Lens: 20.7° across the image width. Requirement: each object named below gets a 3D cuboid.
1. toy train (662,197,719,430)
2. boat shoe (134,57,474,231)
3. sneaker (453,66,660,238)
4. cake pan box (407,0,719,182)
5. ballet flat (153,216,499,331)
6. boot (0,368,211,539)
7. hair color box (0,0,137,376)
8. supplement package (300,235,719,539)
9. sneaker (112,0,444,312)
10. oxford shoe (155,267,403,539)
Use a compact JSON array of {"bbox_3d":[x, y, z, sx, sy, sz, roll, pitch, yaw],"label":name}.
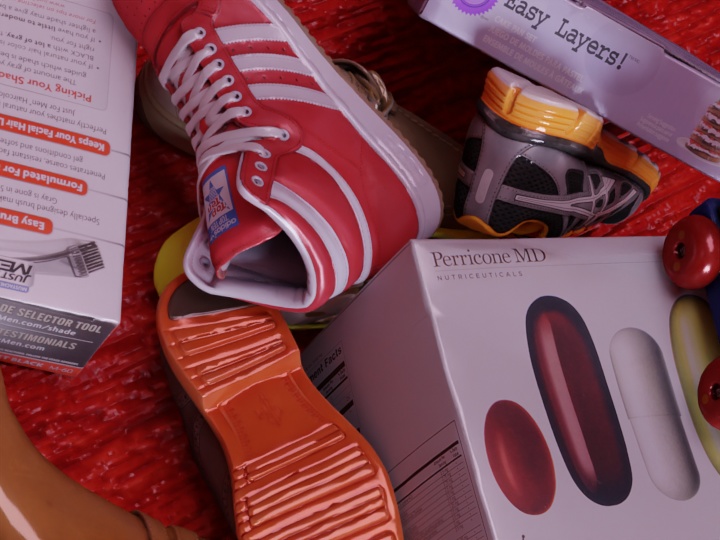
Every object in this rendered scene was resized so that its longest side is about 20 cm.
[{"bbox_3d":[0.210,0.041,0.848,0.085,0.116,0.200,6,60,-29],"label":"toy train"},{"bbox_3d":[-0.015,-0.071,1.013,0.200,0.065,0.071,18,55,-18],"label":"boat shoe"},{"bbox_3d":[0.095,-0.047,1.021,0.078,0.077,0.200,26,3,25],"label":"sneaker"},{"bbox_3d":[0.109,-0.127,1.055,0.200,0.052,0.184,27,10,-13],"label":"cake pan box"},{"bbox_3d":[0.000,0.000,0.970,0.200,0.067,0.067,2,93,-28],"label":"ballet flat"},{"bbox_3d":[-0.117,0.113,0.847,0.155,0.077,0.200,6,53,-30],"label":"boot"},{"bbox_3d":[-0.168,-0.060,0.927,0.111,0.064,0.200,14,55,-22],"label":"hair color box"},{"bbox_3d":[0.096,0.103,0.917,0.191,0.147,0.200,-2,64,-29],"label":"supplement package"},{"bbox_3d":[-0.064,-0.065,0.899,0.200,0.071,0.112,43,46,8],"label":"sneaker"},{"bbox_3d":[-0.034,0.095,0.893,0.071,0.073,0.200,-17,65,-17],"label":"oxford shoe"}]
